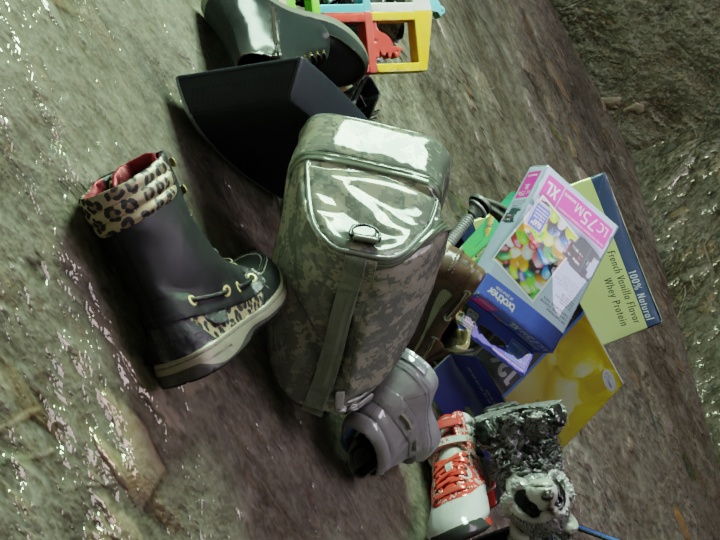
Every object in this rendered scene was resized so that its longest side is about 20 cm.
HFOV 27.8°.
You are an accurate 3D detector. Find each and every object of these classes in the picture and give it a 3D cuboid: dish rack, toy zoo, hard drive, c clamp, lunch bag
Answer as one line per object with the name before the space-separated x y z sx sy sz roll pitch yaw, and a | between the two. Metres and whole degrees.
dish rack | 0.021 -0.103 1.620 0.200 0.054 0.153 63 19 -18
toy zoo | 0.002 -0.273 1.544 0.020 0.199 0.132 -3 -88 64
hard drive | -0.063 -0.118 1.273 0.200 0.135 0.042 41 48 -58
c clamp | 0.105 -0.006 1.548 0.200 0.027 0.171 -44 106 -25
lunch bag | -0.009 0.000 1.190 0.168 0.139 0.200 -77 -178 -48

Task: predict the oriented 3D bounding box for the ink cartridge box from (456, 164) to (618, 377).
ink cartridge box | 0.188 0.001 1.562 0.119 0.042 0.200 38 74 -22

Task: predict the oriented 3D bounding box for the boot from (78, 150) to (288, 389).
boot | -0.127 -0.016 1.063 0.151 0.073 0.200 64 24 -13

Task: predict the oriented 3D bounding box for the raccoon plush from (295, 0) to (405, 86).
raccoon plush | -0.040 -0.285 1.634 0.200 0.134 0.097 15 54 -24

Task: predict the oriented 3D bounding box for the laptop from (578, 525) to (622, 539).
laptop | 0.273 0.271 1.843 0.177 0.103 0.201 31 41 -63

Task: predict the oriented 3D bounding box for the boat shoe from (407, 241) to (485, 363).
boat shoe | 0.064 0.062 1.357 0.075 0.075 0.203 -58 170 -44

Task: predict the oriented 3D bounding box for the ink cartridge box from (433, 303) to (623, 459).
ink cartridge box | 0.188 0.125 1.638 0.047 0.200 0.198 21 -29 50

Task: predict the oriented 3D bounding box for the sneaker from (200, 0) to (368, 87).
sneaker | -0.062 -0.196 1.391 0.200 0.075 0.106 17 41 -41

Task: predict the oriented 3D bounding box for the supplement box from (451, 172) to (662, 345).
supplement box | 0.227 0.011 1.790 0.134 0.199 0.200 153 -84 -78

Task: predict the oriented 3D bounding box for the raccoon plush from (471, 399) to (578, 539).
raccoon plush | 0.178 0.204 1.487 0.200 0.096 0.134 -5 83 -78

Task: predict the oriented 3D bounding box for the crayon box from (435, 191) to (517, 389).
crayon box | 0.151 0.023 1.643 0.058 0.200 0.119 24 -24 50

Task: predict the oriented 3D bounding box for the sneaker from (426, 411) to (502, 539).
sneaker | 0.089 0.204 1.445 0.108 0.067 0.201 68 14 1

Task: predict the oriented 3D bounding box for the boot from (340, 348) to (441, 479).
boot | 0.019 0.149 1.316 0.073 0.096 0.200 33 -23 20

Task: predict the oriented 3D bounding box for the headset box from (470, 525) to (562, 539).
headset box | 0.203 0.384 1.523 0.200 0.093 0.174 48 26 -48
